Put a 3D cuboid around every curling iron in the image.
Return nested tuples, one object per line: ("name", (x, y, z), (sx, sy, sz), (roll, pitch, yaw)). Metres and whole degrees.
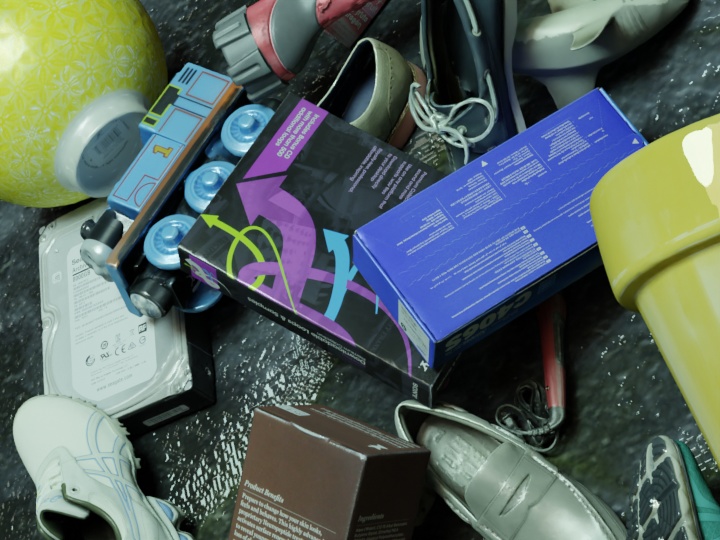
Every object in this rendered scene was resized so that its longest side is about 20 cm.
("curling iron", (0.116, 0.025, 1.317), (0.049, 0.026, 0.202), (-11, 61, 27))

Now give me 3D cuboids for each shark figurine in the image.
("shark figurine", (0.120, -0.146, 1.374), (0.213, 0.090, 0.128), (-2, 32, 26))

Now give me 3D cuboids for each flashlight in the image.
("flashlight", (-0.008, -0.195, 1.422), (0.199, 0.068, 0.068), (-26, 20, 15))

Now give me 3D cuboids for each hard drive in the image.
("hard drive", (-0.183, 0.031, 1.519), (0.139, 0.038, 0.201), (-23, 55, 24))

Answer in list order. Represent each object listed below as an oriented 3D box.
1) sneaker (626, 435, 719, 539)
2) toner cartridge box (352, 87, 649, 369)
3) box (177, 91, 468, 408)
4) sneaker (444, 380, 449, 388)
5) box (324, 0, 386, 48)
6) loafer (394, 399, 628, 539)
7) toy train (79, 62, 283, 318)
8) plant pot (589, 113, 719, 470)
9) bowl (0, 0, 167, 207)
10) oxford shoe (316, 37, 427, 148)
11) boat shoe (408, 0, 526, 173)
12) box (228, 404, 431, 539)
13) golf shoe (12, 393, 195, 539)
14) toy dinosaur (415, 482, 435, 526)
("sneaker", (0.213, 0.186, 1.141), (0.078, 0.079, 0.201), (115, 141, -49))
("toner cartridge box", (0.101, -0.029, 1.273), (0.199, 0.043, 0.095), (-30, 68, -16))
("box", (-0.001, -0.017, 1.311), (0.199, 0.036, 0.143), (28, 66, 14))
("sneaker", (0.000, 0.000, 1.369), (0.199, 0.082, 0.088), (32, 67, 18))
("box", (-0.059, -0.267, 1.475), (0.095, 0.200, 0.103), (-51, 49, 2))
("loafer", (0.093, 0.143, 1.244), (0.199, 0.070, 0.070), (32, 87, 41))
("toy train", (-0.128, -0.056, 1.468), (0.114, 0.087, 0.201), (21, 65, 26))
("plant pot", (0.249, 0.020, 1.128), (0.200, 0.200, 0.190), (-22, 71, 24))
("bowl", (-0.217, -0.119, 1.524), (0.108, 0.200, 0.200), (42, 94, 30))
("oxford shoe", (-0.024, -0.076, 1.435), (0.070, 0.074, 0.201), (16, 78, 37))
("boat shoe", (0.072, -0.119, 1.328), (0.075, 0.062, 0.202), (26, 127, 43))
("box", (-0.032, 0.195, 1.259), (0.100, 0.075, 0.202), (20, 103, 39))
("golf shoe", (-0.200, 0.155, 1.405), (0.200, 0.097, 0.079), (41, 107, 32))
("toy dinosaur", (0.005, 0.179, 1.312), (0.101, 0.058, 0.201), (-48, 60, 27))
